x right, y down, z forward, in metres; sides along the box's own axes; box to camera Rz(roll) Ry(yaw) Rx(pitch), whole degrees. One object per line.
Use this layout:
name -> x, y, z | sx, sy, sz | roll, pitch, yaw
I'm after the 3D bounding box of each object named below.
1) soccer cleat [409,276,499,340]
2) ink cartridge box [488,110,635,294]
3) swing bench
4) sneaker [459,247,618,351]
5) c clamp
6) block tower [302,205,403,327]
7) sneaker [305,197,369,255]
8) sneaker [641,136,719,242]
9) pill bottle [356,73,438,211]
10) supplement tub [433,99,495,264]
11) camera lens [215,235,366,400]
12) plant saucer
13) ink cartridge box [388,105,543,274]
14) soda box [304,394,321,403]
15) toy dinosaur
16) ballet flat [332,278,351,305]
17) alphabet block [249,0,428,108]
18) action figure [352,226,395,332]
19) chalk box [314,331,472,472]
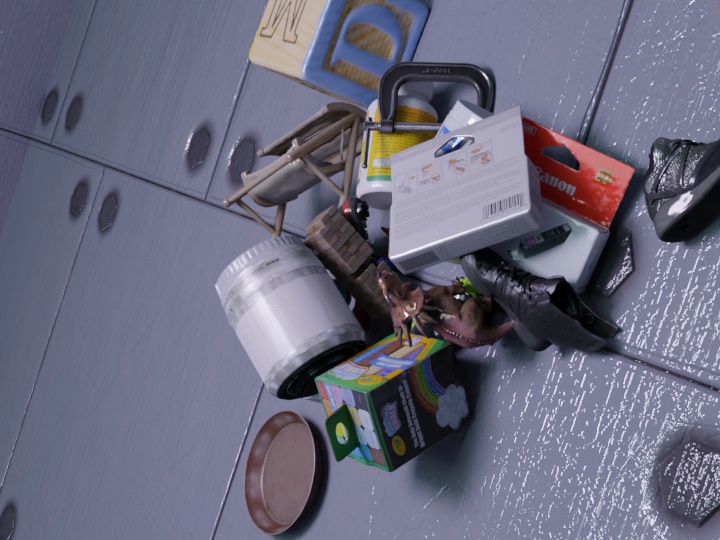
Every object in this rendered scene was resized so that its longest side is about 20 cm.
soccer cleat -> 0.134, 0.074, 1.567 | 0.200, 0.067, 0.081 | -47, 58, 32
ink cartridge box -> 0.228, -0.089, 1.440 | 0.200, 0.043, 0.174 | 30, 112, 29
swing bench -> -0.091, -0.170, 1.852 | 0.199, 0.130, 0.200 | -27, 27, 45
sneaker -> 0.218, 0.027, 1.401 | 0.200, 0.060, 0.104 | 51, 140, 2
c clamp -> 0.100, -0.233, 1.670 | 0.027, 0.199, 0.171 | 73, -165, -70
block tower -> 0.000, 0.000, 1.666 | 0.054, 0.200, 0.058 | -49, 12, -30
sneaker -> -0.036, -0.051, 1.744 | 0.201, 0.098, 0.071 | 102, 172, -65
sneaker -> 0.398, -0.132, 1.284 | 0.199, 0.076, 0.115 | -47, 49, 39
pill bottle -> 0.060, -0.200, 1.733 | 0.113, 0.113, 0.201 | -10, 68, 51
supplement tub -> 0.142, -0.122, 1.575 | 0.200, 0.132, 0.132 | -62, 37, 16
camera lens -> -0.097, 0.072, 1.610 | 0.160, 0.160, 0.200 | -46, 66, 32
plant saucer -> -0.122, 0.328, 1.826 | 0.200, 0.034, 0.201 | -25, 57, 45
ink cartridge box -> 0.132, -0.103, 1.448 | 0.200, 0.045, 0.177 | -19, 49, 26
soda box -> -0.002, 0.172, 1.699 | 0.200, 0.068, 0.064 | -7, 68, 52
toy dinosaur -> 0.117, 0.064, 1.462 | 0.199, 0.136, 0.086 | 19, 106, 16
ballet flat -> -0.072, 0.106, 1.723 | 0.200, 0.068, 0.075 | -60, -6, -6
alphabet block -> -0.039, -0.394, 1.880 | 0.200, 0.195, 0.197 | 29, 97, 53
action figure -> 0.013, 0.030, 1.745 | 0.052, 0.065, 0.201 | 21, 95, 12
chalk box -> 0.029, 0.183, 1.517 | 0.124, 0.200, 0.125 | 8, 119, 54
